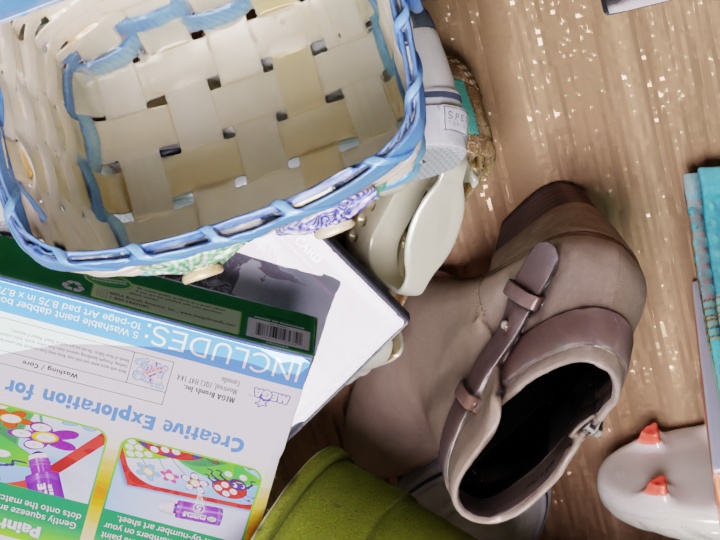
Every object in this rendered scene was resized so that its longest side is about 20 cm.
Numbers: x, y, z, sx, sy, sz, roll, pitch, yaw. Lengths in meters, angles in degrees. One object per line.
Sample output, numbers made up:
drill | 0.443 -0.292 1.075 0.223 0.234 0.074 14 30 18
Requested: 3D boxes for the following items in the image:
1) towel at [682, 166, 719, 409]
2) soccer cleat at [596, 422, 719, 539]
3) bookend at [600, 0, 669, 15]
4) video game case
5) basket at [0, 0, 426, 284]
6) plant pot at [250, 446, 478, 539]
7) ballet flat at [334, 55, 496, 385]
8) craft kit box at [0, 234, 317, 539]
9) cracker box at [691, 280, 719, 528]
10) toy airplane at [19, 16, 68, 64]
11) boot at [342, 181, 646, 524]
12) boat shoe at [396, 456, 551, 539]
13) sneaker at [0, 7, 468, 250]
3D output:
towel | 0.214 0.027 1.141 0.146 0.200 0.022 -10 144 8
soccer cleat | 0.206 0.109 1.276 0.199 0.069 0.078 -1 127 0
bookend | 0.073 -0.174 1.023 0.198 0.092 0.201 -14 98 10
video game case | -0.099 0.039 1.175 0.143 0.019 0.200 45 102 -5
basket | -0.057 -0.077 0.980 0.176 0.139 0.200 -20 159 9
plant pot | 0.037 0.203 1.162 0.192 0.200 0.201 23 125 12
ballet flat | 0.000 0.000 1.202 0.070 0.065 0.200 1 131 -31
craft kit box | -0.137 0.086 1.137 0.199 0.049 0.198 15 112 -6
cracker box | 0.244 0.048 1.190 0.199 0.134 0.058 -8 125 9
toy airplane | -0.206 -0.110 1.095 0.199 0.141 0.200 26 122 -14
boot | 0.050 0.055 1.194 0.070 0.146 0.200 25 122 -15
boat shoe | 0.019 0.164 1.307 0.075 0.086 0.202 32 120 -18
sneaker | -0.057 -0.056 1.119 0.199 0.071 0.073 -12 163 7
